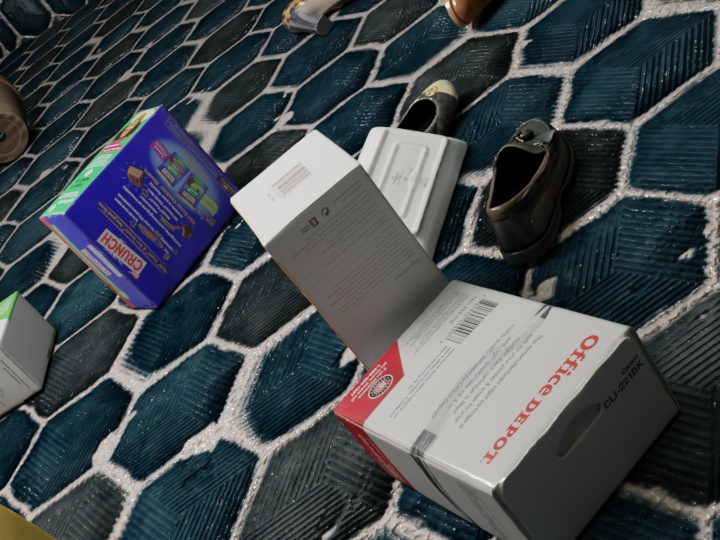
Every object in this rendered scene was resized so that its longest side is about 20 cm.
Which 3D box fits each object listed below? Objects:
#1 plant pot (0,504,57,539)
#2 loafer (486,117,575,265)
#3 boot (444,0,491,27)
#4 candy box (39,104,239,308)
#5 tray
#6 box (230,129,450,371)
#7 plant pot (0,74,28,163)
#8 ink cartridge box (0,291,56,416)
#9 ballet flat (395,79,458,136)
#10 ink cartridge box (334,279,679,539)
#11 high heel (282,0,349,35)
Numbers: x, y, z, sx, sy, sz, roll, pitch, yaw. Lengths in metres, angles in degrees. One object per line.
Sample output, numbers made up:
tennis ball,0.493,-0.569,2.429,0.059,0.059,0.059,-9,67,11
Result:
plant pot,-0.345,0.294,0.902,0.194,0.200,0.196,-40,28,-2
loafer,0.152,-0.090,1.024,0.072,0.063,0.200,-23,31,28
boot,0.203,-0.393,1.433,0.155,0.077,0.200,-5,35,41
candy box,-0.270,-0.079,1.412,0.077,0.169,0.200,-7,40,51
tray,0.039,-0.086,1.138,0.107,0.022,0.200,11,45,10
box,0.000,0.000,0.924,0.097,0.200,0.124,-40,27,-2
plant pot,-0.818,-0.321,2.463,0.200,0.200,0.173,-43,43,-8
ink cartridge box,-0.509,0.140,1.465,0.200,0.084,0.146,-33,28,12
ballet flat,0.050,-0.149,1.246,0.066,0.057,0.200,-2,45,48
ink cartridge box,0.097,0.097,0.784,0.144,0.084,0.200,-46,27,-16
high heel,-0.048,-0.474,1.843,0.200,0.071,0.142,-53,35,-8
